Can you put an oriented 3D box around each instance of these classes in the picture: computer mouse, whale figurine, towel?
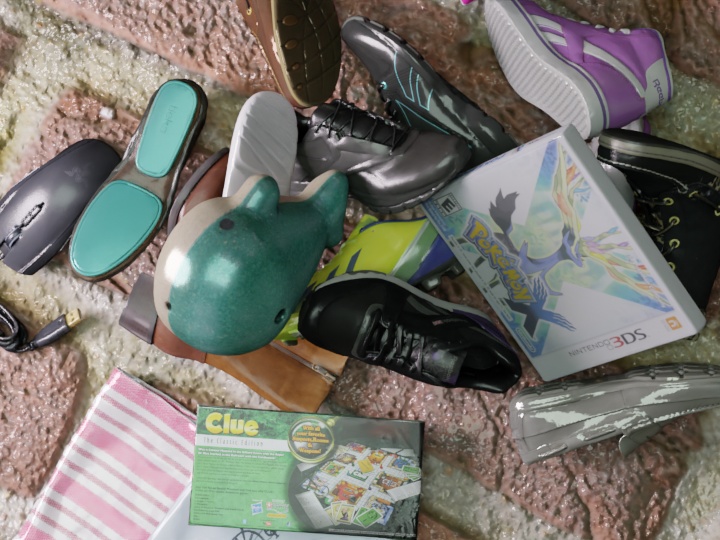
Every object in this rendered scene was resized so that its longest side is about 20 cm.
[{"bbox_3d":[-0.282,-0.019,1.704,0.199,0.046,0.141,-36,82,6],"label":"computer mouse"},{"bbox_3d":[-0.072,-0.006,1.541,0.104,0.199,0.160,37,138,29],"label":"whale figurine"},{"bbox_3d":[-0.211,0.207,1.693,0.146,0.030,0.201,32,93,9],"label":"towel"}]

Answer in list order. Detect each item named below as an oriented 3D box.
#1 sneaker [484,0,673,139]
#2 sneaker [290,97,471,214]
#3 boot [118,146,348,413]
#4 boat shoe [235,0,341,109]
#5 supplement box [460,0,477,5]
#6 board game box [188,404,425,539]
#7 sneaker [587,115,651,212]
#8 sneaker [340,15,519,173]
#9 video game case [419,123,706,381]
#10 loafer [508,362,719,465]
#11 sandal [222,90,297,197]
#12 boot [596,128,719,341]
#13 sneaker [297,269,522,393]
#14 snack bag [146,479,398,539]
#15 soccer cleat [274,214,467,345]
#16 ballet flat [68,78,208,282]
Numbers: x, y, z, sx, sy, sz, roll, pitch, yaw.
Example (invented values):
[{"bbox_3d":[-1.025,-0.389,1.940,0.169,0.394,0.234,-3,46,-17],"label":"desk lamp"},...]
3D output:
[{"bbox_3d":[0.190,-0.185,1.608,0.114,0.073,0.201,-23,46,-16],"label":"sneaker"},{"bbox_3d":[0.001,-0.102,1.604,0.199,0.076,0.091,-2,125,35],"label":"sneaker"},{"bbox_3d":[-0.086,0.012,1.666,0.199,0.069,0.189,26,79,2],"label":"boot"},{"bbox_3d":[-0.071,-0.236,1.675,0.067,0.072,0.202,-24,78,50],"label":"boat shoe"},{"bbox_3d":[0.164,-0.314,1.597,0.199,0.101,0.104,-21,85,-9],"label":"supplement box"},{"bbox_3d":[-0.046,0.174,1.637,0.198,0.023,0.106,5,89,-4],"label":"board game box"},{"bbox_3d":[0.192,-0.068,1.620,0.099,0.075,0.202,13,89,8],"label":"sneaker"},{"bbox_3d":[0.049,-0.140,1.645,0.200,0.075,0.079,43,96,8],"label":"sneaker"},{"bbox_3d":[0.163,-0.009,1.563,0.182,0.022,0.201,-23,107,48],"label":"video game case"},{"bbox_3d":[0.227,0.122,1.615,0.198,0.070,0.070,-10,97,12],"label":"loafer"},{"bbox_3d":[-0.099,-0.052,1.619,0.079,0.059,0.208,8,97,-34],"label":"sandal"},{"bbox_3d":[0.247,-0.027,1.561,0.073,0.203,0.155,25,97,43],"label":"boot"},{"bbox_3d":[0.047,0.056,1.579,0.199,0.088,0.076,11,107,-27],"label":"sneaker"},{"bbox_3d":[-0.090,0.260,1.664,0.199,0.021,0.189,36,95,-1],"label":"snack bag"},{"bbox_3d":[0.000,0.000,1.637,0.199,0.065,0.084,-25,85,-11],"label":"soccer cleat"},{"bbox_3d":[-0.189,-0.074,1.678,0.068,0.068,0.201,30,85,8],"label":"ballet flat"}]
